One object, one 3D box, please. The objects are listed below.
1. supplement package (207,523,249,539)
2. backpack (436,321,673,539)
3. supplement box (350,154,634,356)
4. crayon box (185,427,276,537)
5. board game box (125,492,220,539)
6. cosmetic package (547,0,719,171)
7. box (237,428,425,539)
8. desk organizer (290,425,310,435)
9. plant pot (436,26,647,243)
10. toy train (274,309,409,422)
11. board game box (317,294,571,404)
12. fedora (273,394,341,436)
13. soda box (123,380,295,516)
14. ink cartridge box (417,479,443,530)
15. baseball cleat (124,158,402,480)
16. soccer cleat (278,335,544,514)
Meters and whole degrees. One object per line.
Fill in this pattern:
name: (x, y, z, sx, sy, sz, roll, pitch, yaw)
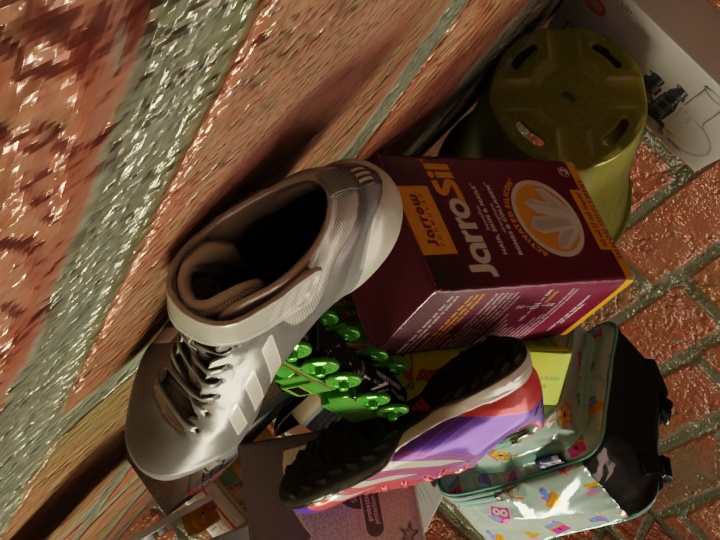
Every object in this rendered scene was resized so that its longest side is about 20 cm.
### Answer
supplement package: (-0.137, 0.301, 0.797, 0.155, 0.112, 0.200, -31, 167, 17)
backpack: (0.157, 0.147, 0.826, 0.200, 0.153, 0.177, -40, -162, 38)
supplement box: (0.086, -0.013, 0.666, 0.198, 0.112, 0.086, -3, 149, -37)
crayon box: (-0.131, 0.180, 0.885, 0.051, 0.126, 0.200, -37, 173, -35)
board game box: (-0.225, 0.250, 0.727, 0.198, 0.026, 0.200, -31, 172, 10)
cosmetic package: (0.264, -0.186, 0.803, 0.052, 0.200, 0.151, -45, 177, -7)
box: (-0.013, 0.224, 0.693, 0.130, 0.203, 0.115, -9, 167, -6)
desk organizer: (-0.019, 0.099, 1.070, 0.200, 0.072, 0.077, -46, 179, -37)
plant pot: (0.169, -0.112, 0.826, 0.200, 0.200, 0.185, -45, 167, -14)
toy train: (-0.029, 0.052, 0.550, 0.056, 0.042, 0.200, -14, 152, 23)
board game box: (0.051, 0.059, 0.715, 0.102, 0.197, 0.048, -133, -129, -59)
fedora: (0.015, 0.118, 0.846, 0.200, 0.092, 0.201, -38, 170, -7)
soda box: (-0.122, 0.121, 0.734, 0.063, 0.069, 0.200, -32, 168, -42)
ink cartridge box: (0.022, 0.197, 0.966, 0.144, 0.084, 0.200, -19, -161, 35)
baseball cleat: (-0.066, 0.026, 0.405, 0.201, 0.070, 0.106, -52, 162, 21)
soccer cleat: (0.039, 0.123, 0.638, 0.198, 0.074, 0.068, -30, -155, -5)
